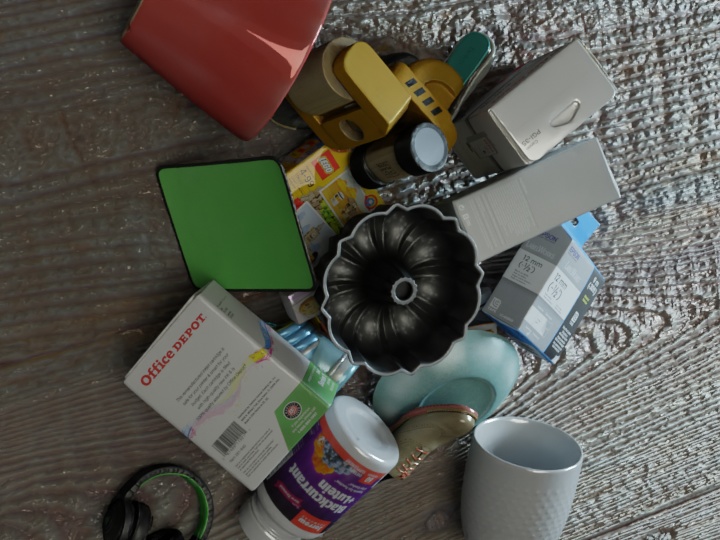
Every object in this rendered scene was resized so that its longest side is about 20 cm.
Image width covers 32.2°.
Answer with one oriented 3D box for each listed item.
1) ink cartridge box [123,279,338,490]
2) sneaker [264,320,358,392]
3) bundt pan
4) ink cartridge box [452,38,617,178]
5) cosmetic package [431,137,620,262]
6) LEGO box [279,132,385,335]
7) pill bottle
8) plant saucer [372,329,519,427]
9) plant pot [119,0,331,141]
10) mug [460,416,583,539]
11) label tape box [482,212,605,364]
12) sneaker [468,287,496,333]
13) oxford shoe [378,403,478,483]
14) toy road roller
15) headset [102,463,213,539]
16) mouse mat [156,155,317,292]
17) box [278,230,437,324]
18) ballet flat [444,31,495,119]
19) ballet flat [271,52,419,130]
[{"bbox_3d":[-0.149,0.131,1.449,0.200,0.084,0.145,41,104,-4],"label":"ink cartridge box"},{"bbox_3d":[-0.111,0.139,1.533,0.131,0.080,0.200,45,101,0],"label":"sneaker"},{"bbox_3d":[0.036,0.015,1.427,0.201,0.076,0.202,-5,104,-21],"label":"bundt pan"},{"bbox_3d":[0.199,-0.192,1.503,0.146,0.200,0.083,-39,97,-10],"label":"ink cartridge box"},{"bbox_3d":[0.197,-0.083,1.502,0.200,0.107,0.090,-21,94,-9],"label":"cosmetic package"},{"bbox_3d":[-0.043,-0.047,1.510,0.149,0.077,0.200,-38,113,-10],"label":"LEGO box"},{"bbox_3d":[-0.057,0.257,1.528,0.111,0.112,0.200,34,111,-25],"label":"pill bottle"},{"bbox_3d":[0.116,0.159,1.589,0.200,0.039,0.201,-12,136,-12],"label":"plant saucer"},{"bbox_3d":[-0.153,-0.269,1.364,0.177,0.200,0.201,27,90,-16],"label":"plant pot"},{"bbox_3d":[0.221,0.300,1.671,0.200,0.147,0.176,-16,122,-49],"label":"mug"},{"bbox_3d":[0.256,0.005,1.618,0.200,0.066,0.143,-56,144,-4],"label":"label tape box"},{"bbox_3d":[0.092,0.093,1.596,0.200,0.078,0.080,-22,103,-18],"label":"sneaker"},{"bbox_3d":[0.066,0.225,1.555,0.070,0.200,0.075,32,44,-34],"label":"oxford shoe"},{"bbox_3d":[0.027,-0.198,1.417,0.200,0.123,0.146,46,60,-22],"label":"toy road roller"},{"bbox_3d":[-0.255,0.328,1.496,0.124,0.094,0.200,46,71,-24],"label":"headset"},{"bbox_3d":[-0.143,-0.049,1.417,0.008,0.200,0.161,-35,116,-45],"label":"mouse mat"},{"bbox_3d":[0.000,0.000,1.473,0.200,0.039,0.042,-26,112,-15],"label":"box"},{"bbox_3d":[0.098,-0.206,1.542,0.069,0.069,0.200,43,84,-24],"label":"ballet flat"},{"bbox_3d":[-0.016,-0.211,1.505,0.200,0.057,0.067,-18,94,-11],"label":"ballet flat"}]
